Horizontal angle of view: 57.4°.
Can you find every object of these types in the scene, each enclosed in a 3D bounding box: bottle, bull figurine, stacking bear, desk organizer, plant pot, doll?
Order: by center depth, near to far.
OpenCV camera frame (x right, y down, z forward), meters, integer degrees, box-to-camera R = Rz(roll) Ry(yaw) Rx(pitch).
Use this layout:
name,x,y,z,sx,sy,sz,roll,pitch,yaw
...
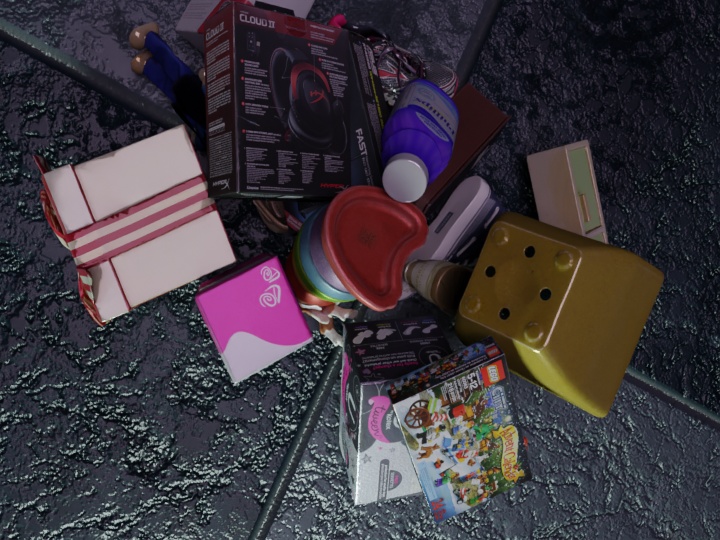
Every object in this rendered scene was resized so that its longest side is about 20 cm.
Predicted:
name,x,y,z,sx,sy,sz,roll,pitch,yaw
bottle,0.063,-0.144,0.730,0.083,0.202,0.065,36,125,-11
stacking bear,-0.029,-0.012,0.749,0.112,0.199,0.124,34,65,-14
plant pot,0.222,0.038,0.793,0.198,0.192,0.199,23,91,-54
doll,-0.201,-0.198,0.794,0.048,0.137,0.201,-35,76,-29
bull figurine,0.000,0.000,0.864,0.199,0.122,0.065,-41,143,0
desk organizer,0.107,-0.152,0.864,0.077,0.072,0.200,40,62,6

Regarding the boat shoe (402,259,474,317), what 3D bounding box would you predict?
name,x,y,z,sx,sy,sz,roll,pitch,yaw
boat shoe,0.125,0.025,0.872,0.199,0.062,0.075,15,97,-56

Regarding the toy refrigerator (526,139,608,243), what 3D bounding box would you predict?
name,x,y,z,sx,sy,sz,roll,pitch,yaw
toy refrigerator,0.299,-0.072,0.923,0.075,0.069,0.207,-18,98,-44

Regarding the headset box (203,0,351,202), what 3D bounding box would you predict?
name,x,y,z,sx,sy,sz,roll,pitch,yaw
headset box,-0.086,-0.180,0.701,0.145,0.074,0.208,-3,93,-39

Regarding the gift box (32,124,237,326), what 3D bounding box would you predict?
name,x,y,z,sx,sy,sz,roll,pitch,yaw
gift box,-0.256,-0.058,0.754,0.182,0.200,0.190,-23,92,-9

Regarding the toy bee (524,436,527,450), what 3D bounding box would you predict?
name,x,y,z,sx,sy,sz,roll,pitch,yaw
toy bee,0.162,0.237,0.877,0.106,0.204,0.132,22,44,12

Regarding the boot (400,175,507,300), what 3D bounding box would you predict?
name,x,y,z,sx,sy,sz,roll,pitch,yaw
boot,0.126,-0.023,0.904,0.090,0.073,0.201,38,96,-30

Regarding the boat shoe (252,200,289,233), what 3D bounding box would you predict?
name,x,y,z,sx,sy,sz,roll,pitch,yaw
boat shoe,-0.134,-0.143,0.840,0.070,0.064,0.203,-33,99,-9

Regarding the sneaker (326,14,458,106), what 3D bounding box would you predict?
name,x,y,z,sx,sy,sz,roll,pitch,yaw
sneaker,0.038,-0.265,0.854,0.193,0.075,0.083,11,56,-14

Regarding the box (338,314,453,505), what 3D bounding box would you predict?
name,x,y,z,sx,sy,sz,roll,pitch,yaw
box,0.043,0.177,0.829,0.128,0.116,0.206,-5,121,-12

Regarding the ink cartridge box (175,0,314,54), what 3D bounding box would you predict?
name,x,y,z,sx,sy,sz,roll,pitch,yaw
ink cartridge box,-0.117,-0.346,0.787,0.085,0.146,0.204,33,85,-42

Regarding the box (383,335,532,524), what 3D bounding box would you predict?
name,x,y,z,sx,sy,sz,roll,pitch,yaw
box,0.118,0.189,0.762,0.133,0.038,0.204,-22,120,-4

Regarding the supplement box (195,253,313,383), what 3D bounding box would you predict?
name,x,y,z,sx,sy,sz,roll,pitch,yaw
supplement box,-0.131,0.048,0.780,0.101,0.200,0.104,-26,98,-9

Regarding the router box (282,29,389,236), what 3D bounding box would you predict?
name,x,y,z,sx,sy,sz,roll,pitch,yaw
router box,-0.036,-0.159,0.801,0.147,0.061,0.207,-19,81,33
